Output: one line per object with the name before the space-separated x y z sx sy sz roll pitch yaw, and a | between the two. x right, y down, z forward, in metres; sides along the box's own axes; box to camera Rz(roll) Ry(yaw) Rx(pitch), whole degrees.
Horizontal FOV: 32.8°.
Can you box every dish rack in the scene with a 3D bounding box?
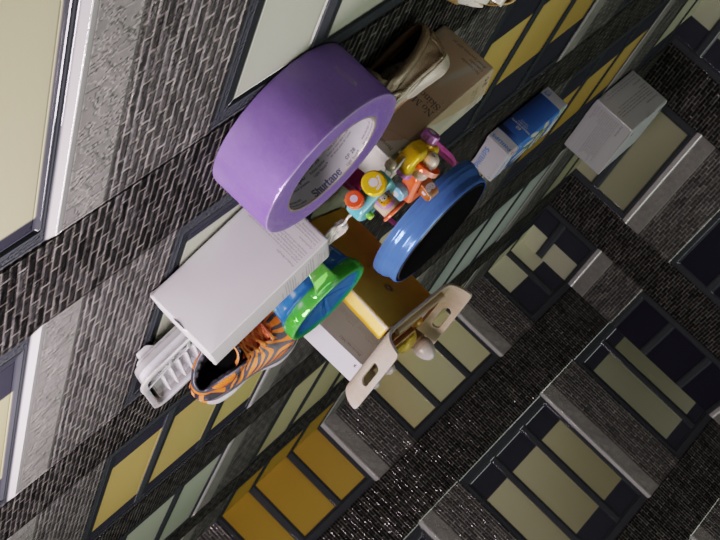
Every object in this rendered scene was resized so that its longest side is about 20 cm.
dish rack | -0.239 0.104 1.664 0.172 0.044 0.200 -45 170 -13

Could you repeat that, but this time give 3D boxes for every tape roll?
tape roll | -0.059 -0.141 1.320 0.200 0.085 0.200 -44 171 -9

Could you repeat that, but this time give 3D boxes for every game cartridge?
game cartridge | 0.000 0.000 1.793 0.032 0.200 0.176 -50 169 27

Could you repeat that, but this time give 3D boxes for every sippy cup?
sippy cup | -0.087 0.000 1.632 0.140 0.130 0.178 -34 164 -49

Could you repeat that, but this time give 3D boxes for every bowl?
bowl | 0.098 -0.064 1.690 0.201 0.039 0.201 -46 169 -11

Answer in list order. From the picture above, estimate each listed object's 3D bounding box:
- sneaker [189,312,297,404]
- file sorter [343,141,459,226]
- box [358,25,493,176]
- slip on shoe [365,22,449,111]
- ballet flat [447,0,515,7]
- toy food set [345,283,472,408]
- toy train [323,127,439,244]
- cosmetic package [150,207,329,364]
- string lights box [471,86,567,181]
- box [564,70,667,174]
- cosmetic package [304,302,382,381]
sneaker | -0.153 0.107 1.691 0.200 0.078 0.112 -45 172 -12
file sorter | 0.070 -0.132 1.781 0.139 0.125 0.200 -47 170 4
box | 0.065 -0.208 1.550 0.200 0.095 0.078 -44 169 -23
slip on shoe | 0.018 -0.212 1.442 0.200 0.076 0.061 -38 133 -6
ballet flat | 0.142 -0.338 1.435 0.069 0.063 0.200 -52 169 27
toy food set | 0.073 0.112 1.783 0.200 0.060 0.144 -37 167 -45
toy train | 0.048 -0.093 1.508 0.200 0.056 0.150 -38 165 -37
cosmetic package | -0.143 0.005 1.484 0.200 0.108 0.085 -43 171 -9
string lights box | 0.316 -0.273 2.443 0.200 0.059 0.103 -40 170 -30
box | 0.689 -0.400 3.305 0.199 0.131 0.200 -38 167 -37
cosmetic package | -0.032 0.059 1.891 0.151 0.200 0.052 -34 164 -47
